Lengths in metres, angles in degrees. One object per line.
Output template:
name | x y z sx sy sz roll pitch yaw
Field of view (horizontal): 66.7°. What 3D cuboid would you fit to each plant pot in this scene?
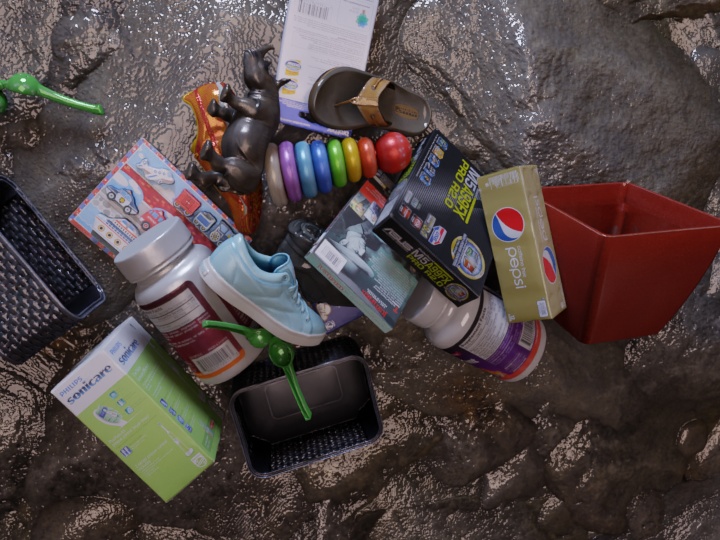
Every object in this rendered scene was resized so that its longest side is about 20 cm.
plant pot | 0.351 -0.009 0.787 0.197 0.200 0.179 -5 115 -15

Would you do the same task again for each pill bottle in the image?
pill bottle | 0.162 0.075 0.798 0.198 0.111 0.112 28 94 -20
pill bottle | -0.219 0.040 0.717 0.113 0.114 0.201 -32 113 -3

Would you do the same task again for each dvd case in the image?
dvd case | 0.028 -0.036 0.743 0.146 0.022 0.201 43 49 -11

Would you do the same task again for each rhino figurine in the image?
rhino figurine | -0.140 -0.187 0.674 0.087 0.059 0.203 24 76 -36

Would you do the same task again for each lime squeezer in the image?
lime squeezer | -0.436 -0.205 0.689 0.197 0.038 0.071 -19 134 -6
lime squeezer | -0.123 0.106 0.699 0.201 0.037 0.071 51 46 -30

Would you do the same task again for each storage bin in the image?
storage bin | -0.079 0.194 0.796 0.197 0.094 0.137 -16 102 -8
storage bin | -0.426 -0.004 0.665 0.093 0.135 0.201 -36 104 -2

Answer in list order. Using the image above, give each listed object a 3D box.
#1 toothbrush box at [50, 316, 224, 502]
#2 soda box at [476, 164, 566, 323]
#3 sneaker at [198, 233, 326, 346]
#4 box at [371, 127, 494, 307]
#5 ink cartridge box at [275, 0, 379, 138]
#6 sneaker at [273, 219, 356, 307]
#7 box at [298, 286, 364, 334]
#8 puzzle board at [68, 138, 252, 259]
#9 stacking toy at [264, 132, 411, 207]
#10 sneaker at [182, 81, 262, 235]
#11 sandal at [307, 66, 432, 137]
toothbrush box | -0.282 0.177 0.729 0.086 0.146 0.201 -38 105 -1
soda box | 0.219 -0.036 0.740 0.067 0.063 0.203 -16 94 -52
sneaker | -0.101 0.027 0.691 0.082 0.074 0.199 -43 129 12
box | 0.117 -0.077 0.747 0.160 0.044 0.201 40 50 -14
ink cartridge box | -0.050 -0.290 0.741 0.117 0.042 0.203 10 96 -13
sneaker | -0.033 0.014 0.758 0.199 0.076 0.091 34 111 -15
box | 0.000 0.000 0.807 0.198 0.032 0.122 -27 104 -5
puzzle board | -0.273 -0.056 0.755 0.200 0.017 0.151 44 90 -14
stacking toy | -0.027 -0.144 0.737 0.197 0.085 0.087 -11 102 -1
sneaker | -0.182 -0.145 0.738 0.076 0.073 0.203 -13 96 10
sandal | 0.024 -0.218 0.730 0.198 0.054 0.083 6 100 -33
